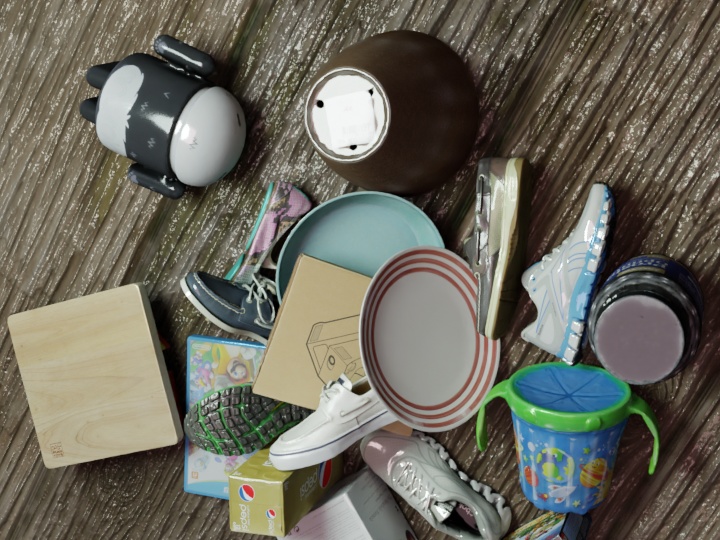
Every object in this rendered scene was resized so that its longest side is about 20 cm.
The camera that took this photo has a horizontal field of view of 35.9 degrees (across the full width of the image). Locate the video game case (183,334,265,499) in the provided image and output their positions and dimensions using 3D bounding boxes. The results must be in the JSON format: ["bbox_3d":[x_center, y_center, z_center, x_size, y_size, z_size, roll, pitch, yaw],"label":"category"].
[{"bbox_3d":[-0.152,0.188,1.386,0.141,0.018,0.204,6,100,17],"label":"video game case"}]

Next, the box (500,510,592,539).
[{"bbox_3d":[0.160,0.334,1.240,0.199,0.136,0.038,-36,86,19],"label":"box"}]

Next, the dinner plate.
[{"bbox_3d":[0.074,0.074,1.217,0.024,0.198,0.203,-11,95,52],"label":"dinner plate"}]

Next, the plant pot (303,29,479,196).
[{"bbox_3d":[0.017,-0.165,1.183,0.184,0.200,0.190,3,99,17],"label":"plant pot"}]

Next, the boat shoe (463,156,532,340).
[{"bbox_3d":[0.147,-0.026,1.234,0.064,0.073,0.204,11,96,26],"label":"boat shoe"}]

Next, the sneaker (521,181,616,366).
[{"bbox_3d":[0.221,-0.002,1.208,0.086,0.075,0.203,18,103,21],"label":"sneaker"}]

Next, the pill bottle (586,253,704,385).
[{"bbox_3d":[0.289,0.051,1.123,0.110,0.200,0.114,3,99,18],"label":"pill bottle"}]

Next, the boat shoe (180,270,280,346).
[{"bbox_3d":[-0.117,0.045,1.278,0.199,0.075,0.062,34,113,-33],"label":"boat shoe"}]

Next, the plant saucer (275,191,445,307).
[{"bbox_3d":[0.000,0.000,1.263,0.196,0.036,0.203,-4,115,-9],"label":"plant saucer"}]

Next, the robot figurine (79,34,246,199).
[{"bbox_3d":[-0.229,-0.179,1.306,0.198,0.151,0.126,24,63,14],"label":"robot figurine"}]

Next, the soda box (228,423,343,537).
[{"bbox_3d":[-0.081,0.234,1.272,0.067,0.200,0.065,2,101,18],"label":"soda box"}]

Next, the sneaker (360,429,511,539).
[{"bbox_3d":[0.082,0.251,1.286,0.198,0.081,0.076,32,108,13],"label":"sneaker"}]

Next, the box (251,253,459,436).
[{"bbox_3d":[-0.005,0.088,1.255,0.197,0.021,0.166,18,98,-18],"label":"box"}]

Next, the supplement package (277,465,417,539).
[{"bbox_3d":[0.008,0.353,1.306,0.109,0.114,0.202,-31,89,20],"label":"supplement package"}]

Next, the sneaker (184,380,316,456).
[{"bbox_3d":[-0.110,0.161,1.300,0.197,0.085,0.079,-14,92,-14],"label":"sneaker"}]

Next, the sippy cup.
[{"bbox_3d":[0.224,0.186,1.209,0.177,0.138,0.133,22,120,49],"label":"sippy cup"}]

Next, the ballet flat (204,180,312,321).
[{"bbox_3d":[-0.118,-0.010,1.327,0.070,0.069,0.202,28,106,-8],"label":"ballet flat"}]

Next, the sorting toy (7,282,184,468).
[{"bbox_3d":[-0.324,0.129,1.408,0.197,0.069,0.202,-13,93,20],"label":"sorting toy"}]

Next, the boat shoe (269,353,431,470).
[{"bbox_3d":[-0.016,0.148,1.219,0.198,0.071,0.071,-25,108,-10],"label":"boat shoe"}]
